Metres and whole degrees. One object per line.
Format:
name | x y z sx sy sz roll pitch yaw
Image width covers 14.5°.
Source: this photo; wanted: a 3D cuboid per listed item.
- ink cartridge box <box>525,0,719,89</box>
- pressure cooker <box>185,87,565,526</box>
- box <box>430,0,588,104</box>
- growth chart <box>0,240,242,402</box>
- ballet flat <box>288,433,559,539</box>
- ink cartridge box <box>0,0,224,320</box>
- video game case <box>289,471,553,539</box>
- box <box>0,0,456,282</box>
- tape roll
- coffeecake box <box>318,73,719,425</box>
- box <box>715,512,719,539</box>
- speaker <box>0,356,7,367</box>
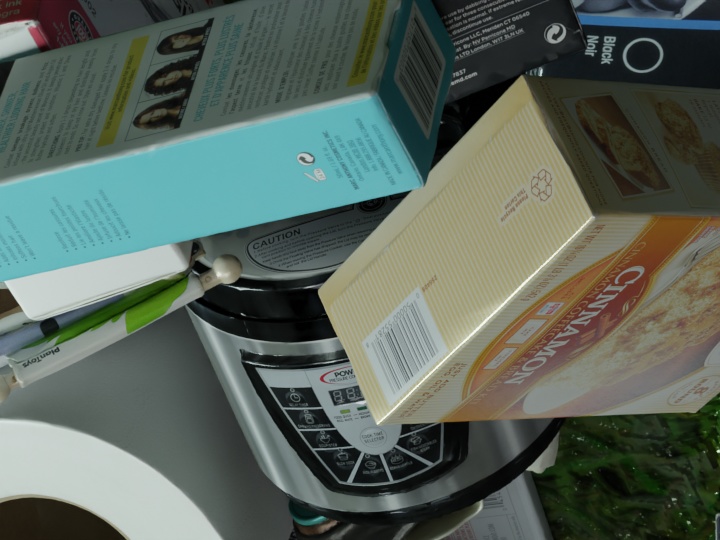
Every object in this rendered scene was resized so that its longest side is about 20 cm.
ink cartridge box | 0.177 -0.139 1.228 0.199 0.043 0.199 0 124 -6
pressure cooker | -0.001 -0.002 1.335 0.178 0.176 0.201 22 144 42
box | 0.016 -0.181 1.146 0.079 0.200 0.142 -20 127 2
growth chart | -0.156 -0.008 1.284 0.144 0.200 0.018 -31 129 -13
ballet flat | 0.054 0.086 1.448 0.200 0.068 0.068 -37 119 7
ink cartridge box | -0.132 -0.103 1.246 0.082 0.200 0.147 -18 127 18
video game case | 0.014 0.150 1.568 0.181 0.023 0.201 -9 130 15
box | -0.067 -0.054 1.081 0.199 0.083 0.049 -12 130 24
tape roll | -0.135 0.118 1.461 0.202 0.139 0.204 8 125 12
coffeecake box | 0.109 -0.006 1.202 0.199 0.073 0.154 0 145 -42
box | 0.289 0.151 1.460 0.199 0.049 0.161 -4 169 11
speaker | -0.191 0.011 1.388 0.199 0.081 0.081 -25 128 -2
